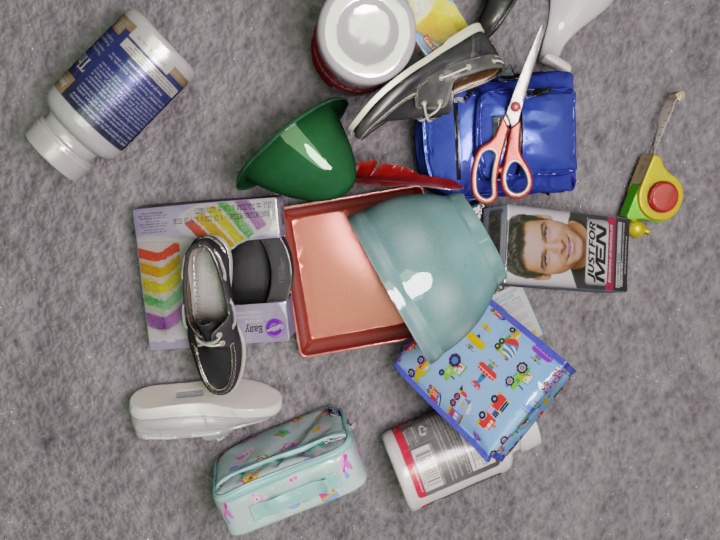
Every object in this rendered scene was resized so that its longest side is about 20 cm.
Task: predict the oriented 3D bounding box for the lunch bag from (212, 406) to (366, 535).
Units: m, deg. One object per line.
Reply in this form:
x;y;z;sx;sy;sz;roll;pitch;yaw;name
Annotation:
-0.090;0.252;1.033;0.197;0.160;0.078;-23;99;-3;lunch bag

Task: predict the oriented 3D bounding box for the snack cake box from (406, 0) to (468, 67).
0.055;-0.340;1.002;0.067;0.115;0.201;-35;100;-2;snack cake box

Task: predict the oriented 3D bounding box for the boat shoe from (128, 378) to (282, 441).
-0.202;0.192;1.063;0.197;0.072;0.069;-4;119;-13;boat shoe

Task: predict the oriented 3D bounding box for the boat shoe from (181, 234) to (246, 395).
-0.182;0.059;0.984;0.073;0.060;0.204;1;98;4;boat shoe

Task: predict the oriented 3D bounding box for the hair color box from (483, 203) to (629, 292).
0.258;-0.026;1.060;0.197;0.060;0.101;4;87;-23;hair color box

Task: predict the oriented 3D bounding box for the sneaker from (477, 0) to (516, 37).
0.174;-0.398;1.034;0.087;0.074;0.203;22;84;-9;sneaker

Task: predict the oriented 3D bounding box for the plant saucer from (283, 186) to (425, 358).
0.000;0.000;1.073;0.197;0.037;0.203;-10;98;-4;plant saucer

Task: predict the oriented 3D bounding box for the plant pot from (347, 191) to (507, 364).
0.090;-0.010;0.958;0.133;0.200;0.202;-30;99;2;plant pot

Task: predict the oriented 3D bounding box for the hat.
-0.028;-0.092;0.971;0.177;0.165;0.200;53;131;2;hat

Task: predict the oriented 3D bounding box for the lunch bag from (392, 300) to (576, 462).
0.143;0.115;1.014;0.200;0.094;0.151;42;94;25;lunch bag

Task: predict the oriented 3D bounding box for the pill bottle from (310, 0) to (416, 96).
-0.003;-0.269;0.960;0.110;0.200;0.114;-1;97;-6;pill bottle

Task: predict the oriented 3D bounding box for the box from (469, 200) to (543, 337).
0.168;0.013;1.091;0.081;0.049;0.202;-26;99;-3;box

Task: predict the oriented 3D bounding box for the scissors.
0.167;-0.175;0.917;0.072;0.014;0.203;4;104;6;scissors

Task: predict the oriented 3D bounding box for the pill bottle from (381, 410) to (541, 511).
0.136;0.234;1.084;0.197;0.111;0.112;-22;99;-4;pill bottle

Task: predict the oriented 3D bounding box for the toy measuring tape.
0.415;-0.137;1.095;0.073;0.074;0.203;20;95;-9;toy measuring tape

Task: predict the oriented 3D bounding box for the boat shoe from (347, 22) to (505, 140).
0.075;-0.202;0.912;0.199;0.072;0.068;-34;90;-12;boat shoe

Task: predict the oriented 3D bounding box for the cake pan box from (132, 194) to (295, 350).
-0.181;0.003;1.032;0.196;0.052;0.187;-3;100;5;cake pan box

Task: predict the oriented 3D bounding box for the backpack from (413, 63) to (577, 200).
0.167;-0.174;1.013;0.196;0.168;0.166;-3;92;0;backpack

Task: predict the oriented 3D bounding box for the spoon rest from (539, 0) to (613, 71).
0.284;-0.351;1.066;0.098;0.061;0.202;27;80;-11;spoon rest

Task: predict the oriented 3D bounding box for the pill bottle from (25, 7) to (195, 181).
-0.305;-0.208;0.976;0.200;0.111;0.111;-45;100;0;pill bottle
